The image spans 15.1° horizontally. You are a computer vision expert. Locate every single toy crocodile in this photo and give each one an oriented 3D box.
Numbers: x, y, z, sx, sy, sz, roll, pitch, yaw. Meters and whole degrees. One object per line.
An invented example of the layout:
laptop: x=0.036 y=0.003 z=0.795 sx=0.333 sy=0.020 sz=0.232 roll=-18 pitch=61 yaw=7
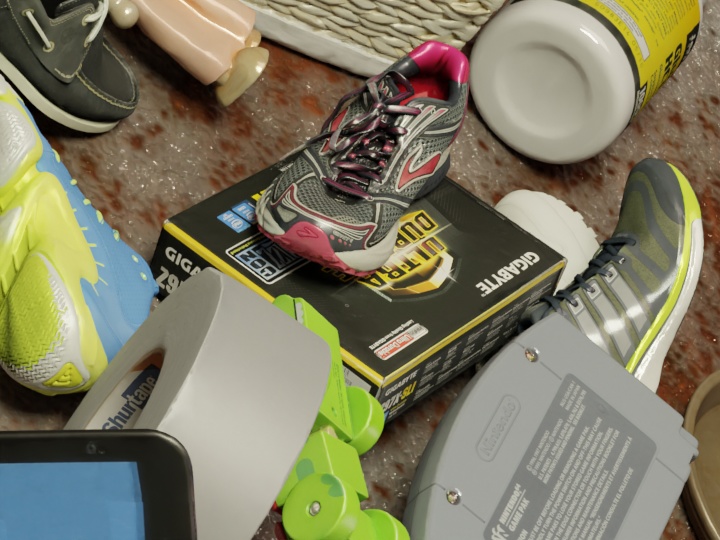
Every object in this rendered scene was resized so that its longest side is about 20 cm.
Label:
toy crocodile: x=-0.024 y=0.101 z=1.374 sx=0.068 sy=0.062 sz=0.200 roll=40 pitch=32 yaw=-49

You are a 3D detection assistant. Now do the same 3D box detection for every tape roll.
tape roll: x=-0.098 y=0.098 z=1.295 sx=0.066 sy=0.200 sz=0.200 roll=34 pitch=41 yaw=-13

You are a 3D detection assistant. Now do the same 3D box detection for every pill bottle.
pill bottle: x=0.160 y=-0.160 z=1.803 sx=0.112 sy=0.112 sz=0.200 roll=45 pitch=40 yaw=-2

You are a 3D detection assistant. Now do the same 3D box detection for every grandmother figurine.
grandmother figurine: x=-0.146 y=-0.177 z=1.579 sx=0.200 sy=0.061 sz=0.121 roll=36 pitch=3 yaw=-21

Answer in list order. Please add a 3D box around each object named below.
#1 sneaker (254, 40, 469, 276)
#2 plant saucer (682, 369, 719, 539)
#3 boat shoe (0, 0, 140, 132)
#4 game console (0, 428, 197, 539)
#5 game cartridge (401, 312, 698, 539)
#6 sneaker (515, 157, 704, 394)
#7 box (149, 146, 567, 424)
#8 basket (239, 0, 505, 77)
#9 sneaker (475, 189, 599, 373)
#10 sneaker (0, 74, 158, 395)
sneaker: x=0.003 y=-0.066 z=1.525 sx=0.081 sy=0.075 sz=0.200 roll=27 pitch=36 yaw=6
plant saucer: x=0.275 y=0.151 z=1.714 sx=0.200 sy=0.029 sz=0.200 roll=23 pitch=46 yaw=-26
boat shoe: x=-0.167 y=-0.136 z=1.482 sx=0.200 sy=0.068 sz=0.072 roll=46 pitch=26 yaw=-55
game console: x=-0.171 y=0.171 z=1.163 sx=0.200 sy=0.119 sz=0.172 roll=-1 pitch=49 yaw=6
game cartridge: x=0.098 y=0.117 z=1.440 sx=0.133 sy=0.040 sz=0.200 roll=43 pitch=44 yaw=-9
sneaker: x=0.136 y=0.024 z=1.551 sx=0.081 sy=0.074 sz=0.200 roll=23 pitch=73 yaw=-17
box: x=0.000 y=0.000 z=1.543 sx=0.160 sy=0.049 sz=0.200 roll=34 pitch=36 yaw=21
basket: x=-0.004 y=-0.252 z=1.699 sx=0.200 sy=0.161 sz=0.198 roll=18 pitch=48 yaw=-28
sneaker: x=0.105 y=0.035 z=1.631 sx=0.080 sy=0.076 sz=0.200 roll=3 pitch=54 yaw=-28
sneaker: x=-0.168 y=-0.016 z=1.443 sx=0.105 sy=0.076 sz=0.200 roll=22 pitch=42 yaw=-53
